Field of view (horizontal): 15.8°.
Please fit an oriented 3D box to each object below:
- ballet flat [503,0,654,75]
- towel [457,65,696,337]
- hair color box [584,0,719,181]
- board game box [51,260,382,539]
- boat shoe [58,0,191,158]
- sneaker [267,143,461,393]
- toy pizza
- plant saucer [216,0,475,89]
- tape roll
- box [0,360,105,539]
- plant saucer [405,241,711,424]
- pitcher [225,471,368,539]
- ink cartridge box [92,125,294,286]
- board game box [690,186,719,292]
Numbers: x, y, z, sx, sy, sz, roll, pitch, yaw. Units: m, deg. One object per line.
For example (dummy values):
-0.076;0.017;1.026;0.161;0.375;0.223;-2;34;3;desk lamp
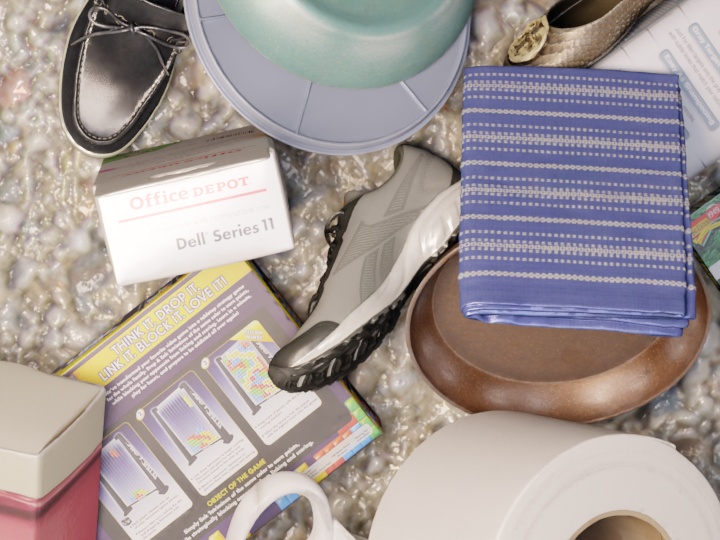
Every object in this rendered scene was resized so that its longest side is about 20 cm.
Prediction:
0.172;-0.188;1.678;0.200;0.067;0.046;-33;127;11;ballet flat
0.133;-0.045;1.609;0.144;0.201;0.024;3;143;0;towel
0.185;-0.102;1.706;0.200;0.061;0.099;-36;98;4;hair color box
-0.112;0.101;1.724;0.200;0.057;0.166;-37;96;3;board game box
-0.142;-0.166;1.680;0.074;0.062;0.201;25;98;-8;boat shoe
0.000;0.000;1.687;0.079;0.074;0.200;37;65;7;sneaker
-0.023;-0.170;1.668;0.199;0.032;0.201;5;78;-23;toy pizza
-0.006;-0.216;1.647;0.199;0.036;0.201;4;78;-23;plant saucer
0.122;0.197;1.667;0.202;0.139;0.204;-3;96;-32;tape roll
-0.244;0.169;1.662;0.127;0.109;0.201;12;115;14;box
0.128;0.026;1.692;0.199;0.035;0.201;-1;136;-1;plant saucer
-0.067;0.237;1.705;0.200;0.121;0.172;-44;123;-1;pitcher
-0.104;-0.041;1.630;0.117;0.200;0.068;-13;99;-1;ink cartridge box
0.319;-0.049;1.740;0.200;0.023;0.105;-37;97;3;board game box
